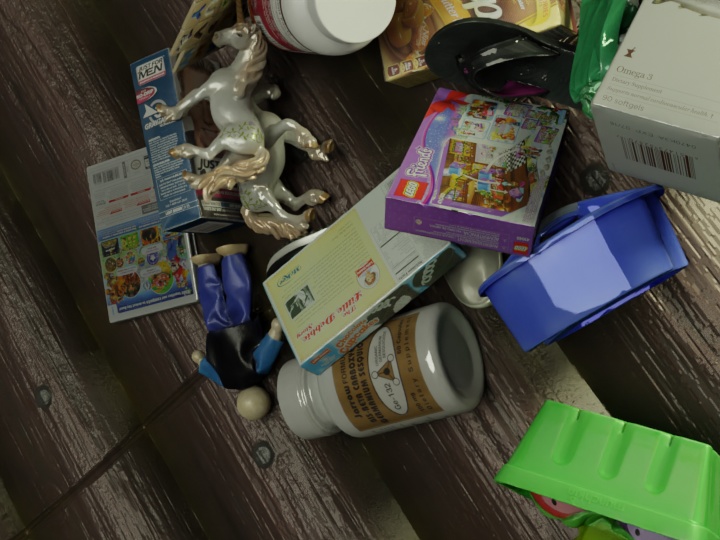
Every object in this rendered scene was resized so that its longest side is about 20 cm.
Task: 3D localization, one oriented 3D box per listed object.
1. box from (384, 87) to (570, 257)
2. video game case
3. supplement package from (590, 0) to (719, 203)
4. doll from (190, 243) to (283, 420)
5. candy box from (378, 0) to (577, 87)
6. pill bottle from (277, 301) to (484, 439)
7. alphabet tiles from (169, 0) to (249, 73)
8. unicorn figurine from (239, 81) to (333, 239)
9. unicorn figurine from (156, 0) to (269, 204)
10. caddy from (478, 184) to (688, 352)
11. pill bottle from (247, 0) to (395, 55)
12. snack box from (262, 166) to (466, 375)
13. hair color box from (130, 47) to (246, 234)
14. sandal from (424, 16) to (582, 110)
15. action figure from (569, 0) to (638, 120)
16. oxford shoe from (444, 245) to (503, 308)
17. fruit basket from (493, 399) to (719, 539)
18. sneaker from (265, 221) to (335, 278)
[{"bbox_3d":[0.114,-0.098,1.091,0.136,0.200,0.039,12,131,12],"label":"box"},{"bbox_3d":[-0.266,-0.047,1.418,0.143,0.018,0.201,-14,82,28],"label":"video game case"},{"bbox_3d":[0.299,-0.182,1.001,0.117,0.117,0.201,20,74,29],"label":"supplement package"},{"bbox_3d":[-0.140,0.073,1.327,0.136,0.048,0.201,-17,81,29],"label":"doll"},{"bbox_3d":[0.112,-0.272,1.183,0.199,0.055,0.116,-13,84,29],"label":"candy box"},{"bbox_3d":[0.018,0.112,1.198,0.199,0.114,0.115,-18,80,28],"label":"pill bottle"},{"bbox_3d":[-0.139,-0.296,1.242,0.006,0.200,0.167,34,121,3],"label":"alphabet tiles"},{"bbox_3d":[-0.097,-0.133,1.282,0.137,0.074,0.201,17,97,26],"label":"unicorn figurine"},{"bbox_3d":[-0.148,-0.178,1.234,0.137,0.074,0.201,-23,83,9],"label":"unicorn figurine"},{"bbox_3d":[0.205,-0.009,1.078,0.200,0.141,0.105,-33,77,24],"label":"caddy"},{"bbox_3d":[-0.039,-0.279,1.186,0.200,0.112,0.114,30,107,65],"label":"pill bottle"},{"bbox_3d":[0.000,0.000,1.164,0.200,0.037,0.116,-39,52,15],"label":"snack box"},{"bbox_3d":[-0.195,-0.146,1.331,0.060,0.100,0.201,-17,81,28],"label":"hair color box"},{"bbox_3d":[0.157,-0.197,1.121,0.199,0.048,0.076,13,129,12],"label":"sandal"},{"bbox_3d":[0.230,-0.220,1.059,0.118,0.055,0.201,-39,29,60],"label":"action figure"},{"bbox_3d":[0.096,-0.058,1.189,0.075,0.058,0.201,-15,83,27],"label":"oxford shoe"},{"bbox_3d":[0.230,0.244,1.068,0.215,0.155,0.217,-9,68,23],"label":"fruit basket"},{"bbox_3d":[-0.015,-0.002,1.243,0.199,0.070,0.090,-23,75,26],"label":"sneaker"}]
